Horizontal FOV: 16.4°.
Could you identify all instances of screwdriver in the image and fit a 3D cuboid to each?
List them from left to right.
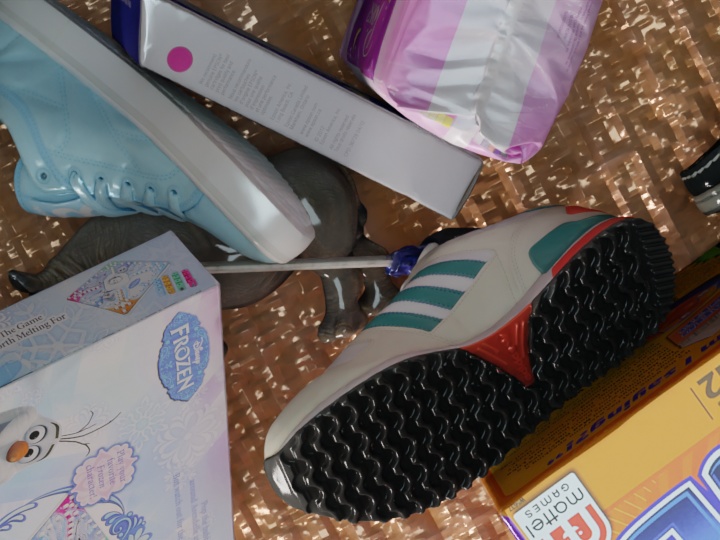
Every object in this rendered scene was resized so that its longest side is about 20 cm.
[{"bbox_3d":[0.000,0.000,1.099,0.200,0.028,0.029,-7,66,-37],"label":"screwdriver"}]

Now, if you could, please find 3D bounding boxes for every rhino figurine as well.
[{"bbox_3d":[-0.084,0.007,1.125,0.199,0.060,0.088,-19,99,-5],"label":"rhino figurine"}]

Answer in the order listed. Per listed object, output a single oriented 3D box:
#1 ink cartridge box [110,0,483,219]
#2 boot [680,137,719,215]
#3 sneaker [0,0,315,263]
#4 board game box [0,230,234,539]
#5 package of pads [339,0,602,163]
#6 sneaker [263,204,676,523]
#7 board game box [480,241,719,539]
[{"bbox_3d":[-0.047,-0.086,1.085,0.200,0.095,0.037,28,95,-17],"label":"ink cartridge box"},{"bbox_3d":[0.184,-0.140,1.126,0.204,0.073,0.154,-44,92,-3],"label":"boot"},{"bbox_3d":[-0.104,-0.046,1.093,0.200,0.074,0.082,39,97,32],"label":"sneaker"},{"bbox_3d":[-0.148,0.103,1.047,0.199,0.043,0.200,-25,140,-23],"label":"board game box"},{"bbox_3d":[0.049,-0.119,1.055,0.076,0.200,0.121,22,96,-9],"label":"package of pads"},{"bbox_3d":[0.035,0.035,1.065,0.200,0.093,0.070,-34,117,-17],"label":"sneaker"},{"bbox_3d":[0.185,0.107,1.077,0.200,0.200,0.200,-36,95,1],"label":"board game box"}]
